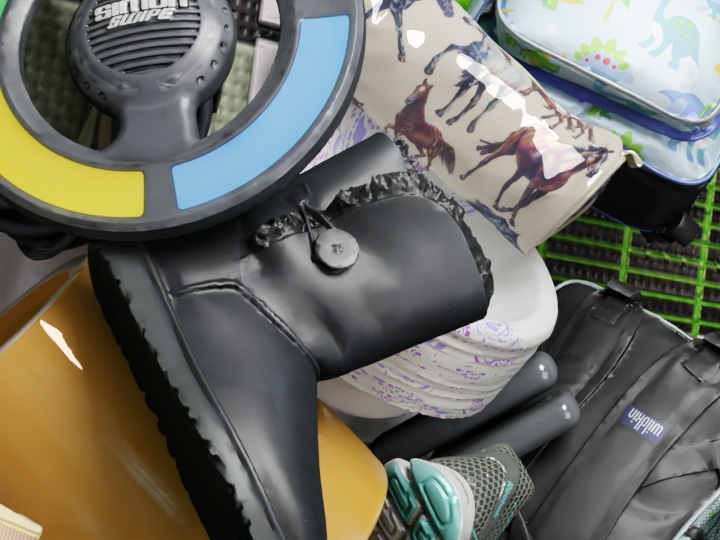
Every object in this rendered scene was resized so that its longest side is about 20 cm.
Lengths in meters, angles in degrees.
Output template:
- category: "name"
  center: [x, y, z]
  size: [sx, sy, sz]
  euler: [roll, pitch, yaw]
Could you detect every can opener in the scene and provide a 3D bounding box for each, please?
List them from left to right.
- category: "can opener"
  center: [0.030, 0.114, 1.080]
  size: [0.200, 0.066, 0.053]
  euler: [-29, 95, 5]

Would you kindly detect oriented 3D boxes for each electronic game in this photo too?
- category: "electronic game"
  center: [-0.096, -0.105, 0.878]
  size: [0.200, 0.200, 0.042]
  euler: [-61, 161, -19]

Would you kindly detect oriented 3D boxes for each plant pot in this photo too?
- category: "plant pot"
  center: [-0.120, 0.100, 0.944]
  size: [0.183, 0.200, 0.200]
  euler: [48, 63, -12]

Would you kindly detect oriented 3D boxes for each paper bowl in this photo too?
- category: "paper bowl"
  center: [0.000, 0.000, 1.036]
  size: [0.200, 0.201, 0.104]
  euler: [20, 119, -38]

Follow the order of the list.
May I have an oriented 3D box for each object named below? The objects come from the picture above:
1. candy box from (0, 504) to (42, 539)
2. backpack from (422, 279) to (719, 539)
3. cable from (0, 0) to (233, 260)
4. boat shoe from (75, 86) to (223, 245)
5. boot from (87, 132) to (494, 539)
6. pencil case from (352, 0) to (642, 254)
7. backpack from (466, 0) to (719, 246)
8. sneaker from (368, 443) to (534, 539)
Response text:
- category: "candy box"
  center: [-0.221, 0.158, 0.771]
  size: [0.115, 0.055, 0.200]
  euler: [33, 41, -11]
- category: "backpack"
  center: [0.136, 0.129, 1.146]
  size: [0.200, 0.177, 0.151]
  euler: [-47, 148, -20]
- category: "cable"
  center: [-0.148, -0.104, 0.935]
  size: [0.163, 0.051, 0.200]
  euler: [10, 79, 0]
- category: "boat shoe"
  center: [-0.100, -0.105, 1.008]
  size: [0.074, 0.073, 0.200]
  euler: [8, 87, -39]
- category: "boot"
  center: [-0.010, 0.037, 0.857]
  size: [0.168, 0.076, 0.200]
  euler: [-20, 62, -18]
- category: "pencil case"
  center: [0.056, -0.097, 1.048]
  size: [0.200, 0.078, 0.089]
  euler: [43, 101, 8]
- category: "backpack"
  center: [0.162, -0.152, 1.144]
  size: [0.183, 0.147, 0.200]
  euler: [25, 66, 2]
- category: "sneaker"
  center: [0.028, 0.156, 1.042]
  size: [0.091, 0.200, 0.078]
  euler: [-18, 71, -39]
